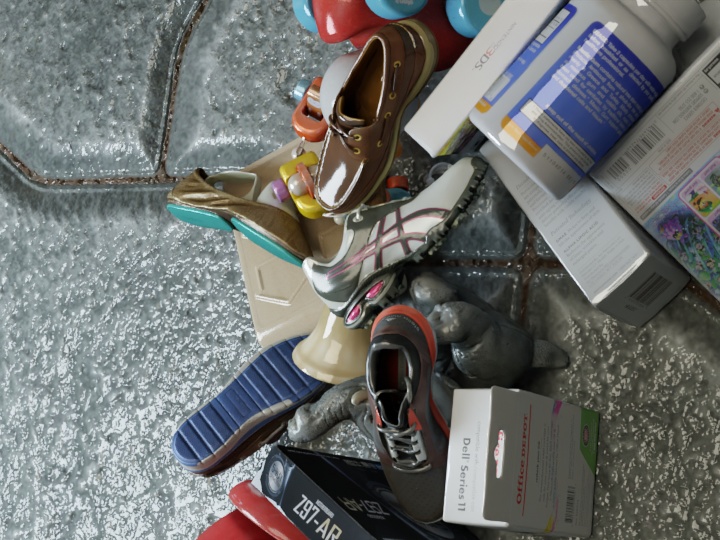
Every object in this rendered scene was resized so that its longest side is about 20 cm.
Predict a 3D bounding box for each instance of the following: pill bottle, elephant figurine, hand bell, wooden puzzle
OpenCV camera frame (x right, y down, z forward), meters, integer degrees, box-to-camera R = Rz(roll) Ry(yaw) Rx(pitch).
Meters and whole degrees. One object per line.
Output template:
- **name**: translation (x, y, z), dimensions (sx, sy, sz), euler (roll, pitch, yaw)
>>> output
- **pill bottle**: translation (0.197, -0.168, 1.315), dimensions (0.200, 0.112, 0.112), euler (-47, 57, 7)
- **elephant figurine**: translation (0.059, 0.114, 1.435), dimensions (0.155, 0.141, 0.201), euler (35, 99, 38)
- **hand bell**: translation (0.000, 0.000, 1.482), dimensions (0.104, 0.104, 0.201), euler (27, 117, 36)
- **wooden puzzle**: translation (-0.045, -0.036, 1.605), dimensions (0.185, 0.046, 0.201), euler (-26, 69, 27)

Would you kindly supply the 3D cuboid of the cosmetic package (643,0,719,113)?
- **cosmetic package**: translation (0.324, -0.182, 1.360), dimensions (0.199, 0.074, 0.102), euler (-28, 66, 24)

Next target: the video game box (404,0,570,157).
- **video game box**: translation (0.134, -0.195, 1.435), dimensions (0.047, 0.182, 0.200), euler (40, 103, 6)

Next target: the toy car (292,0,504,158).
- **toy car**: translation (0.028, -0.190, 1.498), dimensions (0.184, 0.176, 0.201), euler (7, 89, 61)

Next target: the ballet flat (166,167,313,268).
- **ballet flat**: translation (-0.115, -0.065, 1.598), dimensions (0.199, 0.068, 0.073), euler (21, 75, 37)

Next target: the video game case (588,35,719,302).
- **video game case**: translation (0.326, -0.090, 1.308), dimensions (0.182, 0.024, 0.200), euler (44, 114, 2)

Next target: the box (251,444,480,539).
- **box**: translation (0.017, 0.229, 1.396), dimensions (0.160, 0.200, 0.044), euler (38, 101, 35)

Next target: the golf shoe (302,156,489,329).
- **golf shoe**: translation (0.033, -0.039, 1.409), dimensions (0.088, 0.077, 0.200), euler (43, 97, 3)

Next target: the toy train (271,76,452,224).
- **toy train**: translation (-0.007, -0.112, 1.534), dimensions (0.200, 0.056, 0.150), euler (34, 79, 17)

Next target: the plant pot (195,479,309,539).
- **plant pot**: translation (-0.081, 0.309, 1.452), dimensions (0.200, 0.200, 0.183), euler (28, 86, 36)

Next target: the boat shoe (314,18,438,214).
- **boat shoe**: translation (-0.001, -0.138, 1.398), dimensions (0.072, 0.067, 0.201), euler (42, 122, 27)

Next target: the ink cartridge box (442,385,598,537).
- **ink cartridge box**: translation (0.132, 0.166, 1.333), dimensions (0.067, 0.200, 0.118), euler (-2, 77, 34)

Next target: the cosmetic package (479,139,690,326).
- **cosmetic package**: translation (0.203, -0.051, 1.401), dimensions (0.074, 0.102, 0.200), euler (-44, 57, 15)

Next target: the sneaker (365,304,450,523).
- **sneaker**: translation (0.034, 0.136, 1.343), dimensions (0.077, 0.082, 0.201), euler (-7, 104, 20)

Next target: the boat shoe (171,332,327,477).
- **boat shoe**: translation (-0.102, 0.138, 1.575), dimensions (0.200, 0.072, 0.072), euler (-34, 61, -6)
